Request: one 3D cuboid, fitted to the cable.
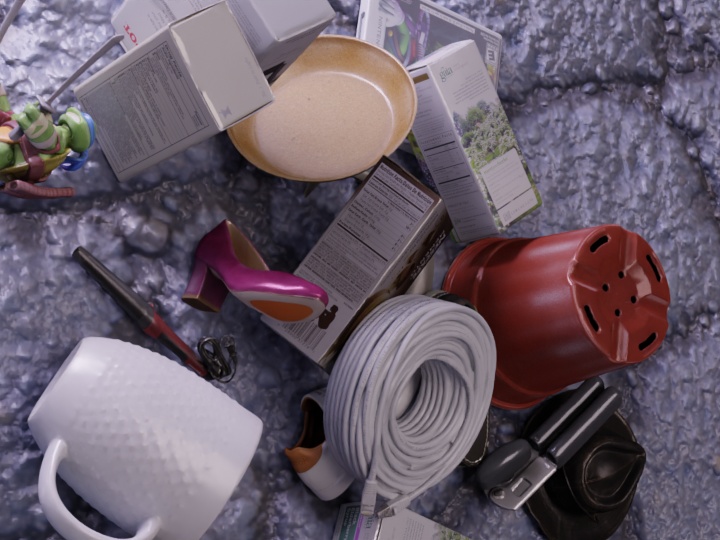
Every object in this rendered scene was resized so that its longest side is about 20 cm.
[{"bbox_3d":[0.051,0.123,1.371,0.199,0.069,0.203,-21,118,-40],"label":"cable"}]

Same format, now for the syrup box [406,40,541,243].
[{"bbox_3d":[0.113,-0.141,1.527,0.078,0.081,0.202,-32,102,-35],"label":"syrup box"}]

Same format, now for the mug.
[{"bbox_3d":[-0.204,0.161,1.213,0.175,0.148,0.201,36,40,-11],"label":"mug"}]

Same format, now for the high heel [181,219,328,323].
[{"bbox_3d":[-0.090,-0.005,1.314,0.067,0.199,0.097,34,69,-33],"label":"high heel"}]

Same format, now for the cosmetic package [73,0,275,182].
[{"bbox_3d":[-0.175,-0.161,1.278,0.073,0.199,0.105,-33,101,-37],"label":"cosmetic package"}]

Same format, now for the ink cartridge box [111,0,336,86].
[{"bbox_3d":[-0.134,-0.237,1.313,0.083,0.200,0.146,-31,87,-39],"label":"ink cartridge box"}]

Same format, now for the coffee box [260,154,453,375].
[{"bbox_3d":[0.000,0.000,1.377,0.079,0.113,0.201,36,84,16],"label":"coffee box"}]

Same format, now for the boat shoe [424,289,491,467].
[{"bbox_3d":[0.107,0.123,1.499,0.071,0.060,0.204,-20,106,-29],"label":"boat shoe"}]

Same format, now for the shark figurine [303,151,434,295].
[{"bbox_3d":[0.043,-0.062,1.495,0.128,0.089,0.216,-46,110,-35],"label":"shark figurine"}]

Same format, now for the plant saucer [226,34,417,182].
[{"bbox_3d":[-0.040,-0.158,1.423,0.201,0.198,0.036,-56,158,-30],"label":"plant saucer"}]

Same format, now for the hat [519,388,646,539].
[{"bbox_3d":[0.277,0.227,1.614,0.199,0.081,0.204,9,74,-35],"label":"hat"}]

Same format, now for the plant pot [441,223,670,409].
[{"bbox_3d":[0.224,0.042,1.535,0.199,0.194,0.204,9,74,-34],"label":"plant pot"}]

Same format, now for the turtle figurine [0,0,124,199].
[{"bbox_3d":[-0.324,-0.140,1.203,0.193,0.201,0.144,-30,65,-32],"label":"turtle figurine"}]

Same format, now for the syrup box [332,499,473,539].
[{"bbox_3d":[0.066,0.309,1.439,0.199,0.081,0.080,29,63,-29],"label":"syrup box"}]

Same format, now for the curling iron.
[{"bbox_3d":[-0.195,0.040,1.329,0.199,0.026,0.050,39,97,-20],"label":"curling iron"}]

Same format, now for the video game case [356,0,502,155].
[{"bbox_3d":[0.076,-0.219,1.589,0.198,0.023,0.184,19,71,-33],"label":"video game case"}]

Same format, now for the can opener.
[{"bbox_3d":[0.212,0.189,1.549,0.199,0.052,0.067,-39,142,-21],"label":"can opener"}]

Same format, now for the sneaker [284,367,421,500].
[{"bbox_3d":[-0.006,0.131,1.426,0.085,0.072,0.201,47,59,-22],"label":"sneaker"}]
